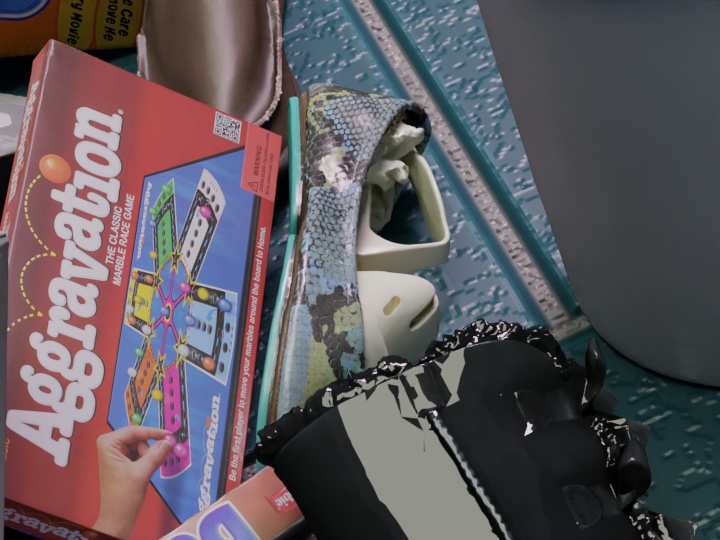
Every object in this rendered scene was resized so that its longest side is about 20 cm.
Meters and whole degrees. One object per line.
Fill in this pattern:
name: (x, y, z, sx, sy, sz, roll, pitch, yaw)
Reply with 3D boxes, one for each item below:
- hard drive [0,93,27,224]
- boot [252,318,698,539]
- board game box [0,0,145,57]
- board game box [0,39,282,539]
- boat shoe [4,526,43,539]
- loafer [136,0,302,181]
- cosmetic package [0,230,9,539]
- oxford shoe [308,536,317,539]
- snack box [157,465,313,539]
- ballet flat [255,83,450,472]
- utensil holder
hard drive: (-0.204, -0.039, 1.012, 0.139, 0.038, 0.200, 11, 19, 33)
boot: (0.014, 0.111, 0.759, 0.198, 0.073, 0.163, -20, 64, -12)
board game box: (-0.207, -0.231, 1.135, 0.199, 0.200, 0.200, -5, 40, -8)
board game box: (-0.086, 0.013, 0.915, 0.019, 0.103, 0.201, -45, 31, 46)
boat shoe: (-0.127, 0.060, 0.919, 0.060, 0.072, 0.202, 12, 56, 33)
loafer: (-0.069, -0.105, 1.073, 0.073, 0.071, 0.200, -16, 41, 6)
cosmetic package: (-0.178, 0.084, 0.812, 0.107, 0.201, 0.090, 9, 14, 29)
oxford shoe: (-0.037, 0.150, 0.801, 0.200, 0.071, 0.074, -37, 74, -25)
snack box: (-0.082, 0.118, 0.789, 0.200, 0.072, 0.024, -32, 76, -40)
ballet flat: (0.000, 0.000, 0.938, 0.074, 0.074, 0.200, -9, 45, 13)
utensil holder: (0.129, -0.084, 0.869, 0.169, 0.200, 0.170, -12, 42, 11)
